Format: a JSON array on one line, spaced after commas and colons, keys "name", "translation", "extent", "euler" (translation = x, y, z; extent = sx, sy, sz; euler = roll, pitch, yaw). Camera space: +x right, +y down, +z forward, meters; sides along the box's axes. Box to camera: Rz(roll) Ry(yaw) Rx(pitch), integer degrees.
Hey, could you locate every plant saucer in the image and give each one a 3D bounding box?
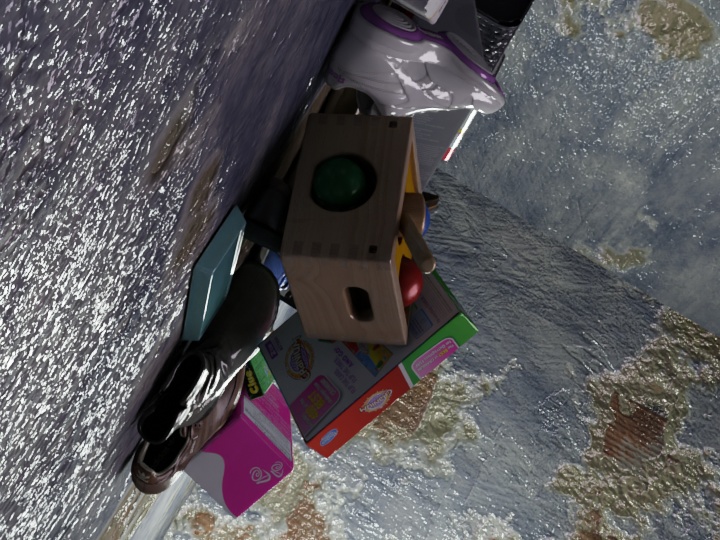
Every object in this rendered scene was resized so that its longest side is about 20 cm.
[{"name": "plant saucer", "translation": [-0.135, 0.010, 1.043], "extent": [0.070, 0.019, 0.200], "euler": [-60, 178, -24]}]

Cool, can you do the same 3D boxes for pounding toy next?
[{"name": "pounding toy", "translation": [0.013, -0.035, 1.038], "extent": [0.201, 0.141, 0.186], "euler": [78, 19, -58]}]

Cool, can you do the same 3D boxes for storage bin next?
[{"name": "storage bin", "translation": [0.139, -0.338, 1.347], "extent": [0.201, 0.134, 0.094], "euler": [-59, 179, -38]}]

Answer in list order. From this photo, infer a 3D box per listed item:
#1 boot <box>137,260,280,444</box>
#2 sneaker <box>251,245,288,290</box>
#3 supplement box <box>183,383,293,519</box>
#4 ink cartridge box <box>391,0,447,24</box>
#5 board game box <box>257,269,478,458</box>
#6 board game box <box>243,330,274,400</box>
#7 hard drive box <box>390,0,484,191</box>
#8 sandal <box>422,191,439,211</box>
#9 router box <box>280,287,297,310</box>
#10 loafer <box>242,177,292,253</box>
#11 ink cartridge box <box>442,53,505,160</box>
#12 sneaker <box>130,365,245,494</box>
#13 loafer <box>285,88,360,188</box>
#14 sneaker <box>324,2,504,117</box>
[{"name": "boot", "translation": [-0.151, 0.086, 1.166], "extent": [0.201, 0.067, 0.131], "euler": [-60, 176, 4]}, {"name": "sneaker", "translation": [-0.082, -0.016, 1.348], "extent": [0.076, 0.077, 0.200], "euler": [-58, 179, 34]}, {"name": "supplement box", "translation": [-0.154, 0.203, 1.434], "extent": [0.101, 0.103, 0.200], "euler": [-40, -164, 8]}, {"name": "ink cartridge box", "translation": [0.059, -0.277, 0.949], "extent": [0.116, 0.067, 0.200], "euler": [-60, 180, 10]}, {"name": "board game box", "translation": [0.002, 0.068, 1.150], "extent": [0.200, 0.040, 0.153], "euler": [-40, -136, 7]}, {"name": "board game box", "translation": [-0.136, 0.096, 1.470], "extent": [0.023, 0.106, 0.200], "euler": [-19, -176, 6]}, {"name": "hard drive box", "translation": [0.059, -0.204, 1.245], "extent": [0.201, 0.076, 0.157], "euler": [120, -27, -50]}, {"name": "sandal", "translation": [0.044, -0.057, 1.293], "extent": [0.200, 0.081, 0.055], "euler": [-77, -178, -70]}, {"name": "router box", "translation": [-0.029, -0.032, 1.501], "extent": [0.201, 0.148, 0.051], "euler": [-59, 179, 17]}, {"name": "loafer", "translation": [-0.072, -0.051, 1.101], "extent": [0.200, 0.071, 0.063], "euler": [-12, 126, -86]}, {"name": "ink cartridge box", "translation": [0.100, -0.256, 1.576], "extent": [0.083, 0.145, 0.200], "euler": [-60, 180, -22]}, {"name": "sneaker", "translation": [-0.190, 0.165, 1.294], "extent": [0.201, 0.070, 0.076], "euler": [-60, 179, -21]}, {"name": "loafer", "translation": [-0.011, -0.150, 1.211], "extent": [0.201, 0.067, 0.076], "euler": [-60, 179, 21]}, {"name": "sneaker", "translation": [0.051, -0.182, 1.075], "extent": [0.100, 0.199, 0.075], "euler": [-53, -138, 25]}]
